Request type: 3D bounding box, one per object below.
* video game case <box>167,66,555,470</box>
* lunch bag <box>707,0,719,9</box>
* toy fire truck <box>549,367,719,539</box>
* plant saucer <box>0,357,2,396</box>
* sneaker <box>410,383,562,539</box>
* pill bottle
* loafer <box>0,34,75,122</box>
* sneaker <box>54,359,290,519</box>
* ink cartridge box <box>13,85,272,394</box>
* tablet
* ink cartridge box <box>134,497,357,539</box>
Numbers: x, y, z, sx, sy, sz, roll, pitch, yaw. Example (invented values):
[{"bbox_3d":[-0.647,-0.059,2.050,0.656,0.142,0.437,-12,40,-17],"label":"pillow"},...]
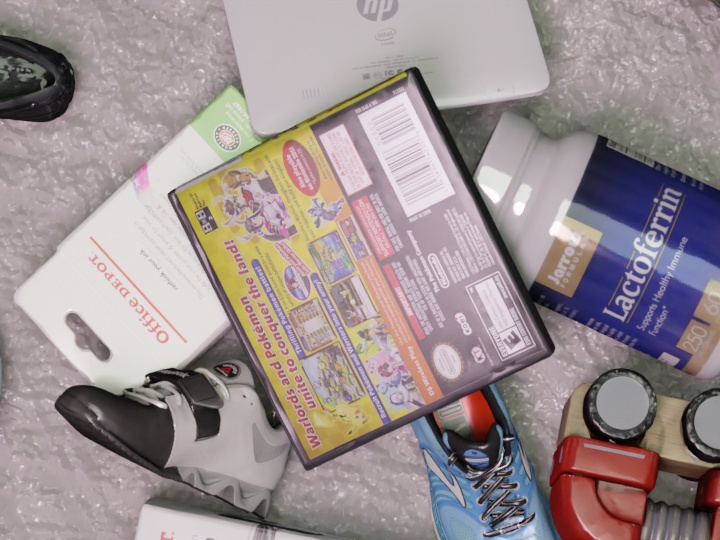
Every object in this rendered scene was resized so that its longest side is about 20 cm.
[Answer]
[{"bbox_3d":[0.000,0.000,1.697,0.180,0.026,0.201,-26,94,15],"label":"video game case"},{"bbox_3d":[0.249,-0.272,1.747,0.167,0.139,0.201,26,87,46],"label":"lunch bag"},{"bbox_3d":[0.203,0.184,1.741,0.175,0.129,0.202,11,76,-1],"label":"toy fire truck"},{"bbox_3d":[-0.334,0.072,1.746,0.198,0.036,0.202,5,67,-11],"label":"plant saucer"},{"bbox_3d":[0.074,0.130,1.746,0.078,0.090,0.201,-25,89,-3],"label":"sneaker"},{"bbox_3d":[0.163,-0.020,1.738,0.199,0.116,0.116,24,86,1],"label":"pill bottle"},{"bbox_3d":[-0.287,-0.136,1.767,0.199,0.070,0.069,7,85,-1],"label":"loafer"},{"bbox_3d":[-0.113,0.089,1.708,0.074,0.200,0.089,26,89,39],"label":"sneaker"},{"bbox_3d":[-0.119,-0.010,1.763,0.200,0.067,0.117,-42,89,-4],"label":"ink cartridge box"},{"bbox_3d":[0.015,-0.155,1.765,0.198,0.014,0.131,-9,57,-8],"label":"tablet"},{"bbox_3d":[-0.060,0.238,1.739,0.198,0.084,0.145,11,87,0],"label":"ink cartridge box"}]
